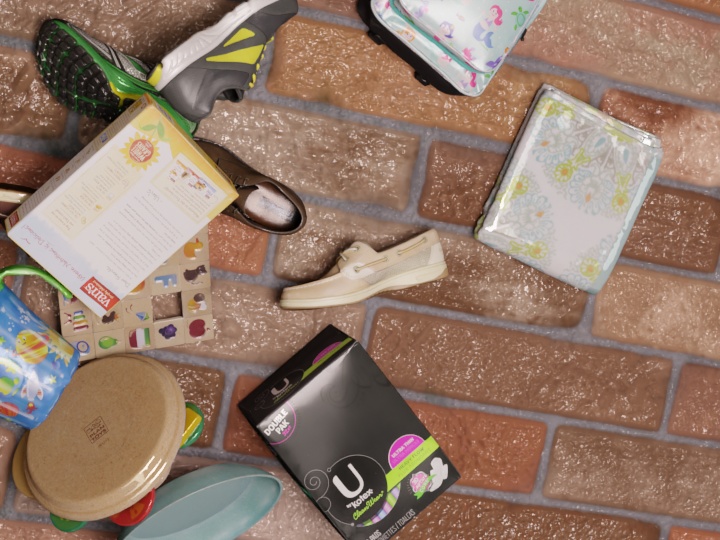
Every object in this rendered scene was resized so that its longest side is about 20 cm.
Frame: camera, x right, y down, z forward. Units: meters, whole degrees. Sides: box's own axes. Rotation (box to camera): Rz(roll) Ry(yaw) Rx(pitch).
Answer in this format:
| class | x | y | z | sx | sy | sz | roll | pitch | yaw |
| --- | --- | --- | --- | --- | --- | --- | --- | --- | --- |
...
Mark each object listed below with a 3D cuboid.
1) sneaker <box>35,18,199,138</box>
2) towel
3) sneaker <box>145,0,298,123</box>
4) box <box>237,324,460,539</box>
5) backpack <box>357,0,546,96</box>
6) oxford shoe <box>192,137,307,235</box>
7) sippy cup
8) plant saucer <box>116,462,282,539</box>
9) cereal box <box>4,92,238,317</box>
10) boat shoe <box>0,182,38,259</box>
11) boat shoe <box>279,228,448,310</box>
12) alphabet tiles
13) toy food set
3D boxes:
| class | x | y | z | sx | sy | sz | roll | pitch | yaw |
| --- | --- | --- | --- | --- | --- | --- | --- | --- | --- |
| sneaker | -0.257 | -0.196 | 1.561 | 0.199 | 0.085 | 0.078 | 39 | 129 | -5 |
| towel | 0.243 | -0.094 | 1.711 | 0.170 | 0.048 | 0.202 | 24 | 91 | -13 |
| sneaker | -0.135 | -0.225 | 1.562 | 0.200 | 0.074 | 0.085 | -38 | 100 | -27 |
| box | -0.015 | 0.188 | 1.639 | 0.148 | 0.124 | 0.201 | -39 | 104 | -8 |
| backpack | 0.115 | -0.311 | 1.602 | 0.177 | 0.150 | 0.201 | 38 | 82 | -15 |
| oxford shoe | -0.145 | -0.094 | 1.591 | 0.198 | 0.084 | 0.073 | 20 | 94 | -14 |
| sippy cup | -0.368 | 0.093 | 1.529 | 0.130 | 0.140 | 0.178 | 33 | 128 | -15 |
| plant saucer | -0.180 | 0.261 | 1.596 | 0.198 | 0.200 | 0.036 | -24 | 65 | -10 |
| cereal box | -0.244 | -0.064 | 1.513 | 0.200 | 0.040 | 0.144 | -40 | 123 | 5 |
| boat shoe | -0.341 | -0.047 | 1.554 | 0.198 | 0.072 | 0.073 | 10 | 95 | -23 |
| boat shoe | 0.000 | 0.000 | 1.650 | 0.198 | 0.072 | 0.066 | -14 | 92 | -15 |
| alphabet tiles | -0.242 | 0.000 | 1.577 | 0.165 | 0.008 | 0.202 | -9 | 120 | -15 |
| toy food set | -0.269 | 0.180 | 1.557 | 0.200 | 0.197 | 0.049 | -50 | 143 | -14 |
